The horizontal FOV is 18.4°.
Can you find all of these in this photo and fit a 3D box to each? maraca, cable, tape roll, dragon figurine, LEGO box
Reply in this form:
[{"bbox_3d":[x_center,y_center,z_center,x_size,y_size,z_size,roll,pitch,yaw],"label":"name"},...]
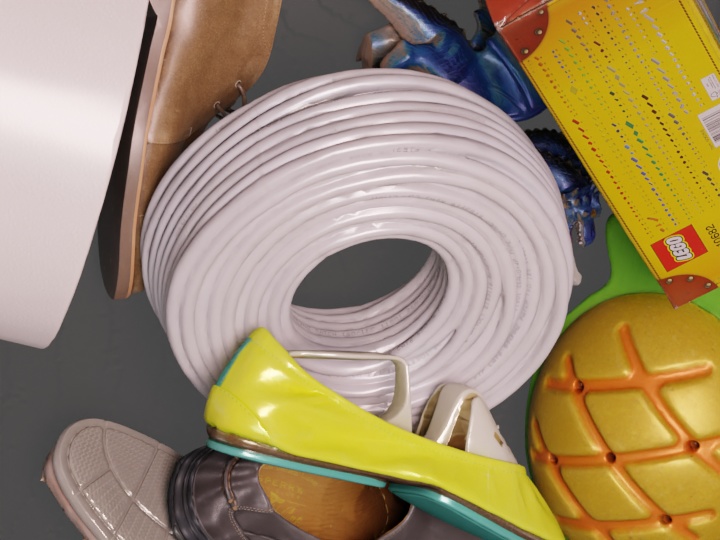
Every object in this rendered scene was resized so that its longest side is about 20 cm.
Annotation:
[{"bbox_3d":[0.150,0.061,1.101,0.136,0.107,0.201,25,113,21],"label":"maraca"},{"bbox_3d":[0.000,0.000,1.034,0.198,0.070,0.201,-20,134,5],"label":"cable"},{"bbox_3d":[-0.181,-0.079,0.966,0.138,0.203,0.204,13,100,-14],"label":"tape roll"},{"bbox_3d":[0.056,-0.097,1.080,0.099,0.059,0.201,-23,110,-7],"label":"dragon figurine"},{"bbox_3d":[0.118,-0.106,1.003,0.077,0.150,0.200,-27,132,12],"label":"LEGO box"}]

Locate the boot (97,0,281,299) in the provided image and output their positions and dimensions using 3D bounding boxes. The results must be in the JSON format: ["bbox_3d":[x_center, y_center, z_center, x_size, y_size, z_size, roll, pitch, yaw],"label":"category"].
[{"bbox_3d":[-0.081,-0.081,1.056,0.075,0.074,0.202,8,99,-23],"label":"boot"}]

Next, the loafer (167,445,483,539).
[{"bbox_3d":[0.007,0.123,1.092,0.199,0.072,0.073,8,73,-32],"label":"loafer"}]

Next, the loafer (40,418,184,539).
[{"bbox_3d":[-0.082,0.152,1.108,0.199,0.072,0.063,37,137,-15],"label":"loafer"}]

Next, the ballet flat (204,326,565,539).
[{"bbox_3d":[0.021,0.077,1.024,0.199,0.067,0.068,22,83,-26],"label":"ballet flat"}]
